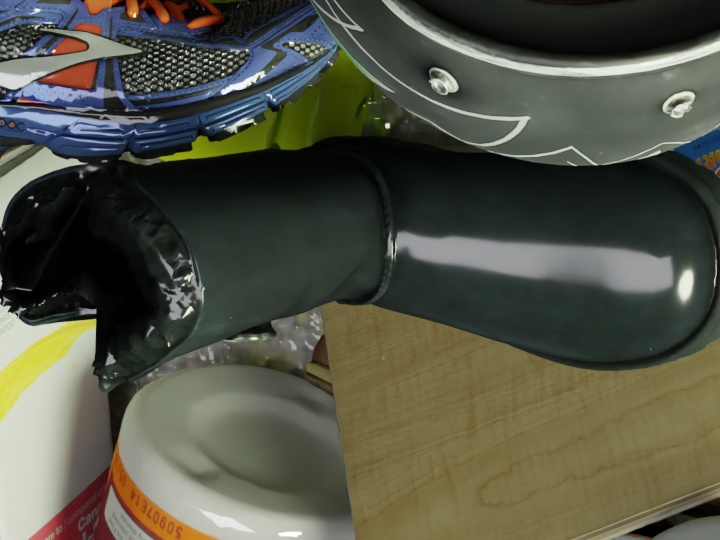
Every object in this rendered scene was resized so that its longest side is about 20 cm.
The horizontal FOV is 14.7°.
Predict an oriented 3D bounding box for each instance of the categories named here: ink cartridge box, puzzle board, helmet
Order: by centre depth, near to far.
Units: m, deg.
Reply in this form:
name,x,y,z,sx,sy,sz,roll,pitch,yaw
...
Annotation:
name,x,y,z,sx,sy,sz,roll,pitch,yaw
helmet,0.061,-0.132,0.858,0.199,0.200,0.192,-1,115,25
puzzle board,0.080,0.021,0.947,0.199,0.017,0.152,-24,55,21
ink cartridge box,-0.176,0.029,1.073,0.144,0.083,0.201,15,123,27

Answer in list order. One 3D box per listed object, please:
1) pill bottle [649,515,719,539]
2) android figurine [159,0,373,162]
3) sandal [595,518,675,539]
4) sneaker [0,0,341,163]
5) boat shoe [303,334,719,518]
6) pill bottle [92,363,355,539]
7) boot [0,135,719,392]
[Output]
name,x,y,z,sx,sy,sz,roll,pitch,yaw
pill bottle,0.165,0.170,0.910,0.199,0.113,0.112,32,126,-29
android figurine,-0.072,-0.106,1.021,0.181,0.041,0.201,25,119,15
sandal,0.066,0.114,1.016,0.079,0.060,0.207,29,151,-14
sneaker,-0.101,-0.078,0.948,0.198,0.075,0.079,-8,105,-4
boat shoe,0.074,0.041,1.001,0.199,0.072,0.068,11,81,29
pill bottle,-0.057,0.148,1.067,0.114,0.114,0.201,24,117,15
boot,0.000,0.000,0.887,0.199,0.168,0.077,11,106,41
